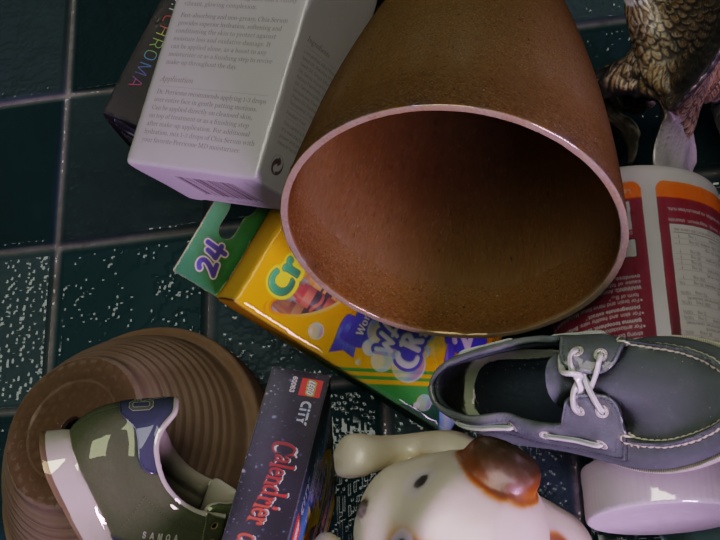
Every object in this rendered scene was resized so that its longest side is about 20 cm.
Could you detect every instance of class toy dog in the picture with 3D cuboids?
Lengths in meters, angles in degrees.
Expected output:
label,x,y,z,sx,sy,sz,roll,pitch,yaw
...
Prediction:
label,x,y,z,sx,sy,sz,roll,pitch,yaw
toy dog,0.059,0.166,0.762,0.193,0.200,0.140,26,79,22

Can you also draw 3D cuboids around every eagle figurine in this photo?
label,x,y,z,sx,sy,sz,roll,pitch,yaw
eagle figurine,0.207,-0.156,0.825,0.200,0.151,0.152,-34,35,36

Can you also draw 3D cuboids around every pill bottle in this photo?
label,x,y,z,sx,sy,sz,roll,pitch,yaw
pill bottle,0.169,0.048,0.799,0.109,0.110,0.201,-6,68,12

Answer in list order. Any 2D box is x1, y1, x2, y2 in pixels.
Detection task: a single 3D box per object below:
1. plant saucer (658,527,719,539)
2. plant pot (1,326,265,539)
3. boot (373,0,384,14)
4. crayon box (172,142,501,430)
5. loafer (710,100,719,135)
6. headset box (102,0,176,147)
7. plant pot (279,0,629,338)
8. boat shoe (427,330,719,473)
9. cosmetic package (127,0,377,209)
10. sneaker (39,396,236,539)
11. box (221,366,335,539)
label,x,y,z,sx,sy,sz,roll,pitch,yaw
plant saucer,0.269,0.113,0.823,0.199,0.027,0.201,-5,69,13
plant pot,-0.162,0.118,0.875,0.200,0.093,0.201,-12,58,20
boot,-0.024,-0.207,0.893,0.138,0.077,0.200,21,76,25
crayon box,0.000,0.000,0.856,0.200,0.052,0.126,33,81,-17
loafer,0.278,-0.086,0.881,0.075,0.070,0.201,-21,50,40
headset box,-0.048,-0.135,0.961,0.199,0.093,0.175,22,77,20
plant pot,0.060,-0.095,0.781,0.186,0.187,0.200,-2,49,13
boat shoe,0.119,0.068,0.716,0.200,0.062,0.073,-2,81,49
cosmetic package,-0.056,-0.142,0.814,0.101,0.071,0.201,10,80,32
sneaker,-0.103,0.163,0.789,0.090,0.067,0.201,-26,105,-2
box,-0.053,0.177,0.784,0.038,0.137,0.200,7,49,8
